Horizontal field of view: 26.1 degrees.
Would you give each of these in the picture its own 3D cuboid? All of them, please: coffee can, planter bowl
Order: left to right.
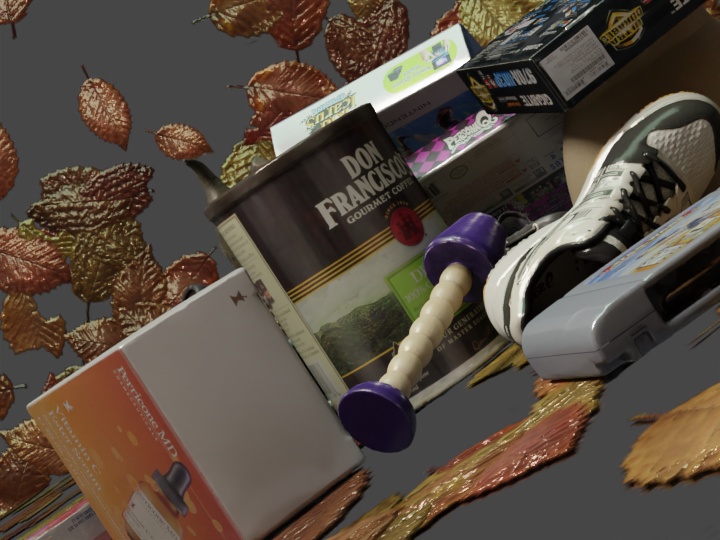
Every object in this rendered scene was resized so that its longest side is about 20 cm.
[{"bbox_3d":[0.000,0.000,1.135,0.146,0.200,0.146,-33,3,2],"label":"coffee can"},{"bbox_3d":[0.224,-0.105,1.107,0.200,0.135,0.200,-34,3,2],"label":"planter bowl"}]

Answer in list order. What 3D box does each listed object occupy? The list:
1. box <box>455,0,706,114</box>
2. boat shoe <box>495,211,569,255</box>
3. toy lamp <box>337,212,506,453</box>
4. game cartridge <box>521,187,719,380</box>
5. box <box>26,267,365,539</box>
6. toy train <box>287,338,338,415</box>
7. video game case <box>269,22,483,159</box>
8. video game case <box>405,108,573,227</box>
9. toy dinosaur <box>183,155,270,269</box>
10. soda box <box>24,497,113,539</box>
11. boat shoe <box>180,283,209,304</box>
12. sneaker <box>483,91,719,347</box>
[{"bbox_3d":[0.161,-0.173,1.077,0.159,0.046,0.200,-38,10,-6],"label":"box"},{"bbox_3d":[0.119,-0.012,1.171,0.070,0.066,0.200,-6,-2,-11],"label":"boat shoe"},{"bbox_3d":[0.047,0.032,1.015,0.058,0.058,0.200,-31,17,42],"label":"toy lamp"},{"bbox_3d":[0.184,-0.008,0.852,0.200,0.042,0.133,-34,6,-14],"label":"game cartridge"},{"bbox_3d":[-0.117,0.109,1.048,0.106,0.152,0.200,-34,2,-32],"label":"box"},{"bbox_3d":[-0.036,0.093,1.308,0.114,0.085,0.200,-18,-11,-45],"label":"toy train"},{"bbox_3d":[0.054,-0.100,1.290,0.181,0.046,0.200,-26,-34,20],"label":"video game case"},{"bbox_3d":[0.128,-0.060,1.250,0.200,0.181,0.036,-33,44,13],"label":"video game case"},{"bbox_3d":[-0.065,-0.026,1.232,0.077,0.200,0.102,14,76,41],"label":"toy dinosaur"},{"bbox_3d":[-0.253,0.243,1.119,0.200,0.070,0.063,-33,3,-19],"label":"soda box"},{"bbox_3d":[-0.138,0.108,1.269,0.074,0.060,0.200,-11,60,56],"label":"boat shoe"},{"bbox_3d":[0.164,-0.024,0.976,0.200,0.076,0.088,-50,12,7],"label":"sneaker"}]
